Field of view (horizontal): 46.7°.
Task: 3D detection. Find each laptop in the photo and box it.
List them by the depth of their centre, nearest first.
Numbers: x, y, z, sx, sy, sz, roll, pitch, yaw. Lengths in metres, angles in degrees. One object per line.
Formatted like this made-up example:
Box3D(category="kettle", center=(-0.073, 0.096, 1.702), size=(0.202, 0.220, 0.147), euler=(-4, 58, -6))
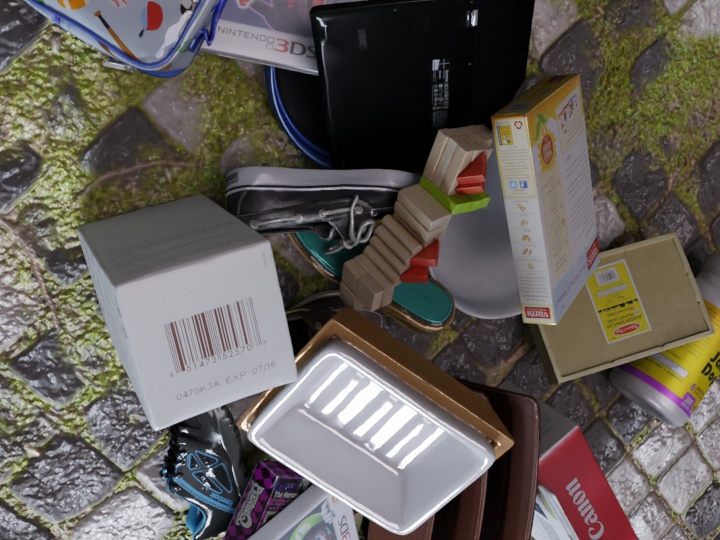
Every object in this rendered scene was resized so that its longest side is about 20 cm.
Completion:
Box3D(category="laptop", center=(0.063, -0.191, 0.725), size=(0.199, 0.116, 0.188), euler=(-5, 143, 1))

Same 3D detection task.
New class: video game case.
Box3D(category="video game case", center=(-0.062, -0.272, 0.694), size=(0.181, 0.023, 0.201), euler=(9, 96, -12))
Box3D(category="video game case", center=(-0.078, 0.313, 0.803), size=(0.200, 0.023, 0.183), euler=(-35, 133, -30))
Box3D(category="video game case", center=(-0.064, 0.285, 0.848), size=(0.200, 0.036, 0.182), euler=(19, 97, -51))

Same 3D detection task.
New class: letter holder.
Box3D(category="letter holder", center=(0.096, 0.218, 0.850), size=(0.100, 0.142, 0.201), euler=(6, 90, -41))

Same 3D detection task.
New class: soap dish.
Box3D(category="soap dish", center=(0.012, 0.135, 0.753), size=(0.200, 0.081, 0.157), euler=(35, 120, -13))

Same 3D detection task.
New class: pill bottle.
Box3D(category="pill bottle", center=(0.398, 0.081, 1.009), size=(0.104, 0.104, 0.200), euler=(37, 88, -29))

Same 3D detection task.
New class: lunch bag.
Box3D(category="lunch bag", center=(-0.161, -0.251, 0.634), size=(0.160, 0.076, 0.201), euler=(29, 95, -6))

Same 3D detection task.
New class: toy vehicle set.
Box3D(category="toy vehicle set", center=(0.285, 0.041, 0.935), size=(0.199, 0.027, 0.125), euler=(-15, 79, -11))

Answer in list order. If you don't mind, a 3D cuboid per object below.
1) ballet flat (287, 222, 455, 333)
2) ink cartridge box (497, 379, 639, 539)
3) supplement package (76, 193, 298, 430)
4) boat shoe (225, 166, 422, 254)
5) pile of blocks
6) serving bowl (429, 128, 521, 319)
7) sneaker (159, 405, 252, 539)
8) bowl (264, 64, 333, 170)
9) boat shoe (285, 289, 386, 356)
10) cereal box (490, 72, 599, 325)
Box3D(category="ballet flat", center=(0.000, 0.000, 0.811), size=(0.200, 0.063, 0.069), euler=(38, 68, -3))
Box3D(category="ink cartridge box", center=(0.225, 0.247, 0.934), size=(0.084, 0.175, 0.200), euler=(-38, 118, -12))
Box3D(category="supplement package", center=(-0.145, 0.022, 0.675), size=(0.116, 0.200, 0.118), euler=(-18, 112, -20))
Box3D(category="boat shoe", center=(-0.021, -0.052, 0.745), size=(0.198, 0.074, 0.069), euler=(1, 78, -26))
Box3D(category="pile of blocks", center=(0.062, -0.033, 0.733), size=(0.082, 0.062, 0.200), euler=(12, 119, -54))
Box3D(category="serving bowl", center=(0.138, -0.054, 0.866), size=(0.199, 0.066, 0.201), euler=(-7, 107, -24))
Box3D(category="sneaker", center=(-0.154, 0.172, 0.788), size=(0.082, 0.073, 0.201), euler=(-26, 114, -18))
Box3D(category="bowl", center=(0.004, -0.189, 0.777), size=(0.199, 0.039, 0.202), euler=(-7, 108, -24))
Box3D(category="boat shoe", center=(-0.060, 0.066, 0.810), size=(0.199, 0.059, 0.072), euler=(-8, 108, -23))
Box3D(category="cereal box", center=(0.179, -0.069, 0.784), size=(0.144, 0.039, 0.201), euler=(-39, 124, -50))
